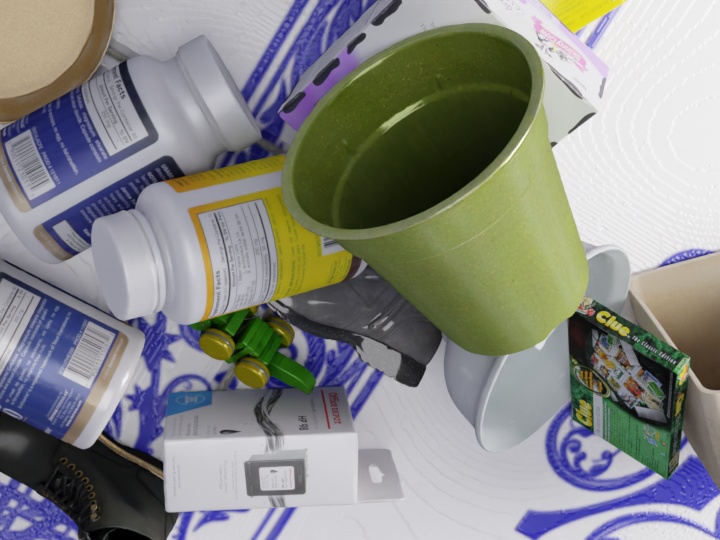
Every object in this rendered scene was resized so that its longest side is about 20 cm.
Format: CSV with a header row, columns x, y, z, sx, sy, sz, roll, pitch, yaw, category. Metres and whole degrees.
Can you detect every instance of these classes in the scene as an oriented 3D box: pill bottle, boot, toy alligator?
x,y,z,sx,sy,sz,roll,pitch,yaw,category
-0.288,0.056,1.073,0.200,0.111,0.111,29,101,-13,pill bottle
-0.243,0.181,1.099,0.199,0.138,0.078,20,103,-10,boot
-0.123,0.044,1.118,0.200,0.054,0.059,41,54,-16,toy alligator
0.000,0.000,1.119,0.200,0.070,0.132,28,94,-20,boot
-0.187,-0.098,1.037,0.199,0.116,0.116,-28,107,3,pill bottle
-0.098,-0.024,1.001,0.199,0.109,0.110,-15,108,-26,pill bottle

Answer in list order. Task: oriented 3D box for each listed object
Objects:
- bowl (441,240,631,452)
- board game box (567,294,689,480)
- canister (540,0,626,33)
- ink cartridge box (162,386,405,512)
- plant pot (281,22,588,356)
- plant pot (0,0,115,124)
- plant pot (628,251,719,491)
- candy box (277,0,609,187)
x,y,z,sx,sy,sz,roll,pitch,yaw,category
0.131,0.046,1.100,0.090,0.201,0.202,35,103,27,bowl
0.220,0.100,1.092,0.105,0.200,0.023,31,68,25,board game box
0.116,-0.278,1.034,0.148,0.087,0.200,-30,108,4,canister
-0.066,0.149,1.120,0.199,0.116,0.067,-2,105,-6,ink cartridge box
0.076,-0.041,0.949,0.200,0.200,0.190,-35,129,4,plant pot
-0.294,-0.217,1.039,0.199,0.027,0.201,-2,106,-6,plant pot
0.360,0.101,1.118,0.199,0.200,0.178,-15,117,-1,plant pot
0.064,-0.140,1.026,0.168,0.072,0.200,41,129,-13,candy box
